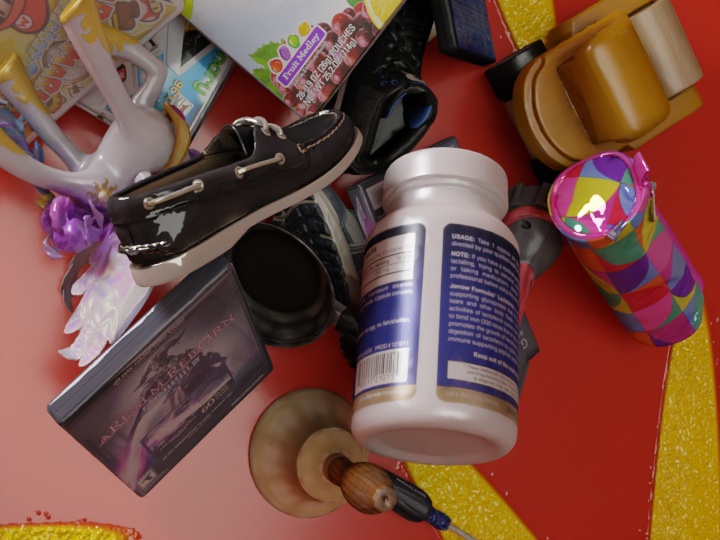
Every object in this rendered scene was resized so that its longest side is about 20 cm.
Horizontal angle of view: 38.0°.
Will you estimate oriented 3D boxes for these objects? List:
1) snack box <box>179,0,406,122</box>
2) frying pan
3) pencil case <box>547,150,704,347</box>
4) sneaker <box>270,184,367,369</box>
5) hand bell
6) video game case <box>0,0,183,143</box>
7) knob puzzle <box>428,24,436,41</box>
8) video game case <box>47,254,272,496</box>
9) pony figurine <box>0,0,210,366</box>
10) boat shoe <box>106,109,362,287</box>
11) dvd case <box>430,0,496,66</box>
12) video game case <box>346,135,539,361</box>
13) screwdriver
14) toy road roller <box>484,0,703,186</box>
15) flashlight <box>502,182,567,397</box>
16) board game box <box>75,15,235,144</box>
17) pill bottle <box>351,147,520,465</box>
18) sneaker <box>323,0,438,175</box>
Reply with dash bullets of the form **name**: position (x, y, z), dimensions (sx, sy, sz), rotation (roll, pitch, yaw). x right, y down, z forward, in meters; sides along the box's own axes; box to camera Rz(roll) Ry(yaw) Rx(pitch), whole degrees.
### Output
- **snack box**: position (-0.038, -0.237, 0.744), dimensions (0.168, 0.068, 0.201), rotation (39, 97, -6)
- **frying pan**: position (-0.035, 0.014, 0.796), dimensions (0.186, 0.031, 0.117), rotation (9, 126, 18)
- **pencil case**: position (0.225, -0.014, 0.864), dimensions (0.089, 0.088, 0.200), rotation (-57, 139, -11)
- **sneaker**: position (0.000, 0.000, 0.847), dimensions (0.086, 0.077, 0.202), rotation (-41, 111, -36)
- **hand bell**: position (-0.012, 0.147, 0.766), dimensions (0.102, 0.200, 0.107), rotation (1, 88, -17)
- **video game case**: position (-0.248, -0.173, 0.689), dimensions (0.198, 0.023, 0.181), rotation (-34, 135, 21)
- **knob puzzle**: position (-0.014, -0.250, 0.862), dimensions (0.215, 0.030, 0.225), rotation (0, 89, -18)
- **video game case**: position (-0.129, 0.080, 0.732), dimensions (0.019, 0.201, 0.143), rotation (41, 74, 18)
- **pony figurine**: position (-0.169, -0.058, 0.710), dimensions (0.193, 0.167, 0.200), rotation (-46, 119, 0)
- **boat shoe**: position (-0.077, -0.065, 0.673), dimensions (0.199, 0.073, 0.061), rotation (-36, 116, -32)
- **dvd case**: position (0.069, -0.271, 0.843), dimensions (0.017, 0.142, 0.204), rotation (-10, 93, 21)
- **video game case**: position (0.073, 0.004, 0.857), dimensions (0.142, 0.019, 0.203), rotation (-30, 101, -47)
- **screwdriver**: position (0.088, 0.223, 0.883), dimensions (0.198, 0.029, 0.028), rotation (33, 80, -10)
- **toy road roller**: position (0.216, -0.160, 0.875), dimensions (0.198, 0.146, 0.124), rotation (-32, 99, -16)
- **flashlight**: position (0.125, 0.019, 0.840), dimensions (0.068, 0.067, 0.202), rotation (73, 29, -44)
- **board game box**: position (-0.145, -0.199, 0.798), dimensions (0.125, 0.035, 0.202), rotation (30, 85, -7)
- **pill bottle**: position (0.056, 0.025, 0.737), dimensions (0.114, 0.116, 0.204), rotation (13, 66, -17)
- **sneaker**: position (0.035, -0.165, 0.816), dimensions (0.072, 0.111, 0.203), rotation (22, 90, -31)
